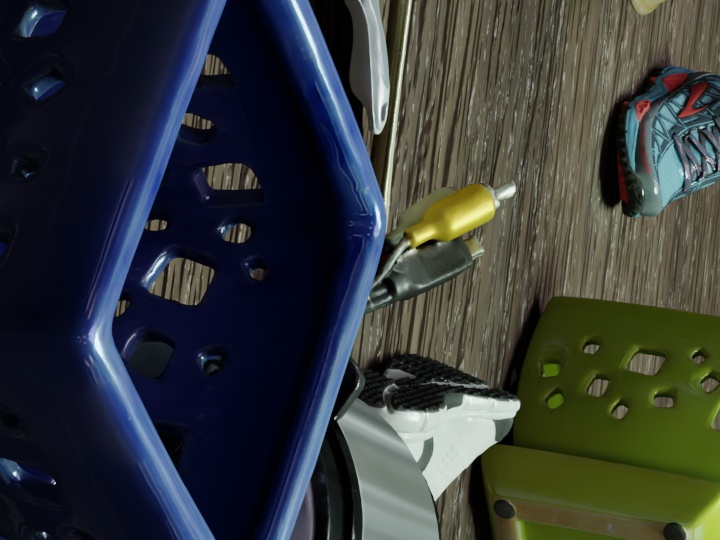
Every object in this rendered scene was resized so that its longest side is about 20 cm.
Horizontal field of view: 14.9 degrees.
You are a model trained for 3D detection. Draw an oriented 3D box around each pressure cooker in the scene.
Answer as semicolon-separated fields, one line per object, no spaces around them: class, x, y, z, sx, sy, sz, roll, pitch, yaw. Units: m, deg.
pressure cooker;-0.071;0.115;1.144;0.200;0.178;0.177;36;53;-68

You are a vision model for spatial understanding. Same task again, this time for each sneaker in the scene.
sneaker;0.029;0.096;1.566;0.200;0.073;0.080;-5;113;-64
sneaker;0.248;-0.101;2.039;0.200;0.095;0.080;-53;141;-55

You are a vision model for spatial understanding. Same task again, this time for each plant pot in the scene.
plant pot;-0.116;-0.005;0.995;0.200;0.179;0.201;65;35;-50
plant pot;0.191;0.155;1.816;0.182;0.198;0.201;-53;143;-45

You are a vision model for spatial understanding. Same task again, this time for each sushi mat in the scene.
sushi mat;0.020;-0.126;1.473;0.096;0.012;0.201;-91;-173;-73

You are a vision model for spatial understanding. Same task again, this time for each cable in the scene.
cable;0.000;0.000;1.488;0.200;0.097;0.050;-21;83;-47

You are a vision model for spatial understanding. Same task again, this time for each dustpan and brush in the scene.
dustpan and brush;-0.009;-0.171;1.405;0.139;0.057;0.201;-18;111;-68

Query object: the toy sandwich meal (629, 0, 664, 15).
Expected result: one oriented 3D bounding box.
toy sandwich meal;0.184;-0.275;1.889;0.205;0.070;0.206;7;90;-73
